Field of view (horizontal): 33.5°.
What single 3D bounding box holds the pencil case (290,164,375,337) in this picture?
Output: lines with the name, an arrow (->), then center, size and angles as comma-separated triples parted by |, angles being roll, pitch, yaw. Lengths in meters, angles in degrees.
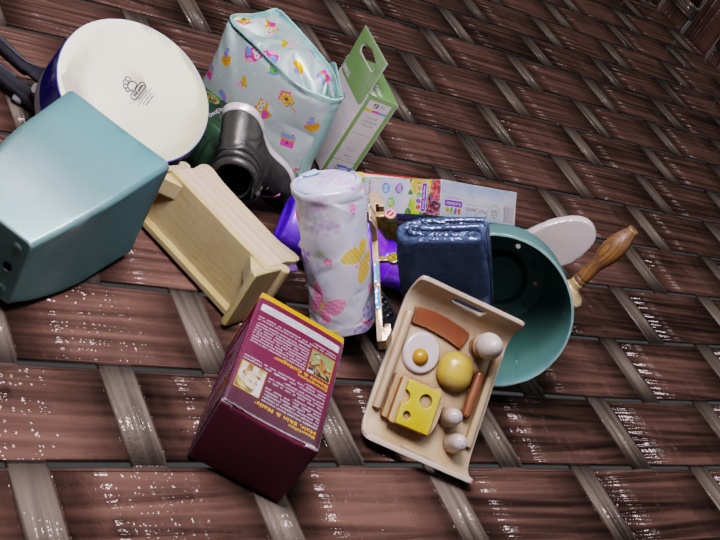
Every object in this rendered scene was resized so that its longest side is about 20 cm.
pencil case -> -0.033, -0.020, 1.419 | 0.090, 0.201, 0.083 | 11, 29, 37

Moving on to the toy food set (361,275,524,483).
toy food set -> 0.098, 0.126, 1.381 | 0.143, 0.060, 0.201 | 24, 75, -16

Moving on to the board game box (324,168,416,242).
board game box -> 0.047, -0.074, 1.722 | 0.199, 0.046, 0.152 | 2, 43, -43

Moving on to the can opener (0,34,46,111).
can opener -> -0.434, -0.248, 1.504 | 0.199, 0.079, 0.064 | 35, 69, 6

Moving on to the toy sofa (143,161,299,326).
toy sofa -> -0.173, -0.034, 1.415 | 0.200, 0.083, 0.097 | 45, 28, 18

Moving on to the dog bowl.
dog bowl -> -0.288, -0.201, 1.456 | 0.199, 0.079, 0.202 | 16, 59, -29

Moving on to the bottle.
bottle -> -0.013, -0.029, 1.567 | 0.199, 0.065, 0.084 | 24, 75, -17

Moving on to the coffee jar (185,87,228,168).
coffee jar -> -0.242, -0.216, 1.603 | 0.200, 0.086, 0.104 | 39, 31, 9

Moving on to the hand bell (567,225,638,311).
hand bell -> 0.320, 0.007, 1.707 | 0.104, 0.200, 0.104 | 33, 29, -21

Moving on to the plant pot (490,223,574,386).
plant pot -> 0.178, 0.029, 1.568 | 0.200, 0.201, 0.161 | 33, 19, -1

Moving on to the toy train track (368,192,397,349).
toy train track -> 0.031, -0.003, 1.416 | 0.032, 0.115, 0.201 | -4, 61, 3

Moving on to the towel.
towel -> 0.103, 0.018, 1.429 | 0.111, 0.201, 0.049 | 0, 46, 9

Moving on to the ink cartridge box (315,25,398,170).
ink cartridge box -> -0.004, -0.245, 1.763 | 0.059, 0.200, 0.104 | 13, 37, -32

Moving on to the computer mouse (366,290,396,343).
computer mouse -> 0.000, 0.000, 1.502 | 0.034, 0.059, 0.201 | -21, 86, -21

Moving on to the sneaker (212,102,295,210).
sneaker -> -0.139, -0.114, 1.533 | 0.070, 0.200, 0.100 | 0, 57, 18

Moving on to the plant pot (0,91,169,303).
plant pot -> -0.331, -0.064, 1.258 | 0.141, 0.142, 0.200 | 37, 37, 5

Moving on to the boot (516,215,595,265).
boot -> 0.243, -0.040, 1.729 | 0.073, 0.199, 0.091 | 59, 20, -22

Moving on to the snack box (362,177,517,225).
snack box -> 0.100, -0.091, 1.602 | 0.141, 0.053, 0.199 | 3, -1, 36

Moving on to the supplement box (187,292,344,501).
supplement box -> -0.095, 0.129, 1.256 | 0.110, 0.086, 0.200 | 29, 30, -9

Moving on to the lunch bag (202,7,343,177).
lunch bag -> -0.117, -0.239, 1.673 | 0.200, 0.171, 0.122 | 45, 39, 18
